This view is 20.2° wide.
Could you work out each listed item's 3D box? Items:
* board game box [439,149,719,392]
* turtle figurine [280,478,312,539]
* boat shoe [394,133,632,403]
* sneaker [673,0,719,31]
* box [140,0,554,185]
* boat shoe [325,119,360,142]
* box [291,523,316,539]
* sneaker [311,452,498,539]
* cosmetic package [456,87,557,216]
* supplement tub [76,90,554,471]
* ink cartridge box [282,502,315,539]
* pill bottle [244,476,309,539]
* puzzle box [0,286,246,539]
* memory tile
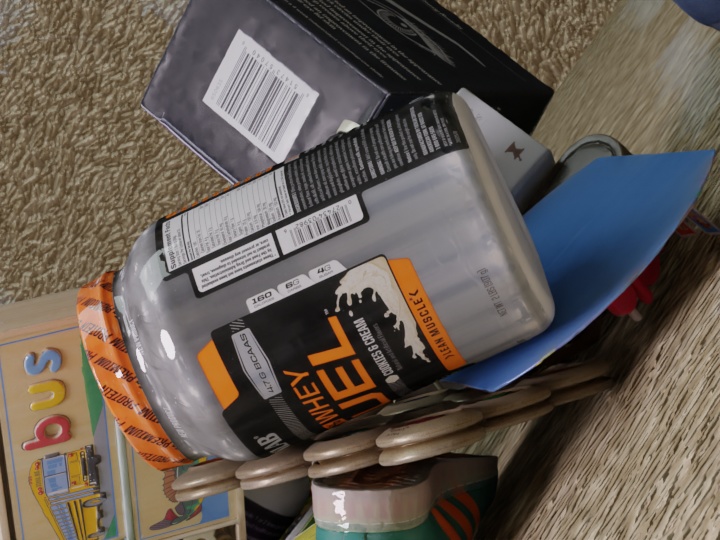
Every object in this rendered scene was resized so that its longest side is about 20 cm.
[{"bbox_3d":[0.107,0.011,1.003,0.158,0.039,0.200,-47,14,-12],"label":"board game box"},{"bbox_3d":[-0.047,0.173,1.376,0.162,0.064,0.200,-58,-24,4],"label":"turtle figurine"},{"bbox_3d":[0.100,0.025,1.102,0.200,0.068,0.072,-51,36,4],"label":"boat shoe"},{"bbox_3d":[0.218,-0.212,1.004,0.200,0.146,0.081,-55,1,5],"label":"sneaker"},{"bbox_3d":[-0.004,-0.102,1.203,0.200,0.148,0.105,-6,-49,-56],"label":"box"},{"bbox_3d":[0.000,0.000,1.055,0.068,0.072,0.200,-43,-24,-23],"label":"boat shoe"},{"bbox_3d":[-0.037,0.211,0.987,0.050,0.075,0.200,-38,13,43],"label":"box"},{"bbox_3d":[0.021,0.133,1.006,0.200,0.071,0.080,-5,-83,-71],"label":"sneaker"},{"bbox_3d":[0.072,-0.015,1.195,0.102,0.074,0.200,-48,-26,-7],"label":"cosmetic package"},{"bbox_3d":[-0.021,0.010,0.933,0.199,0.123,0.123,-25,6,9],"label":"supplement tub"},{"bbox_3d":[-0.015,0.178,1.190,0.200,0.076,0.148,-49,-4,-46],"label":"ink cartridge box"},{"bbox_3d":[-0.099,0.133,1.165,0.200,0.111,0.111,-52,2,5],"label":"pill bottle"},{"bbox_3d":[-0.127,0.096,1.041,0.025,0.132,0.201,-127,29,-52],"label":"puzzle box"},{"bbox_3d":[0.014,0.077,0.989,0.200,0.017,0.153,-16,0,45],"label":"memory tile"}]
